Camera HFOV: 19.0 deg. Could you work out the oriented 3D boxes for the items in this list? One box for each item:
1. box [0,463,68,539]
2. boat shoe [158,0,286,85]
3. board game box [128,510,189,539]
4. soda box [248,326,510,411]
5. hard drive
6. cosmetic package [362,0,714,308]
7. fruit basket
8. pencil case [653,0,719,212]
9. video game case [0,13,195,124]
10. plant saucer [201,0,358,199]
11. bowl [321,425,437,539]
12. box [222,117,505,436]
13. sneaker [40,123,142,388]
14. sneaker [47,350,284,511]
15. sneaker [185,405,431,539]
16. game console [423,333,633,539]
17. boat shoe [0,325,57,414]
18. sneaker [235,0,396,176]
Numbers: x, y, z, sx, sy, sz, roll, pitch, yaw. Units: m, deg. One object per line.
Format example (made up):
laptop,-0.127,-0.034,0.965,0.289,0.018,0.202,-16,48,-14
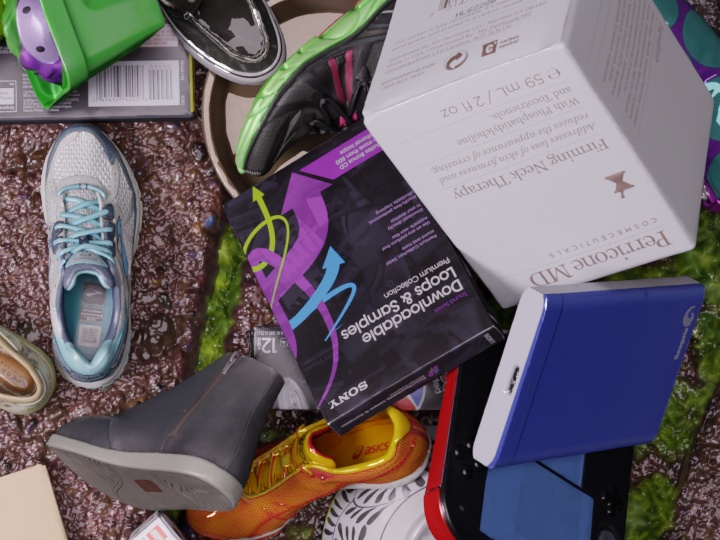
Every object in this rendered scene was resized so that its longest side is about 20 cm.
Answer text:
box,-0.287,0.265,1.624,0.162,0.021,0.201,-17,88,-6
boat shoe,-0.130,-0.223,1.622,0.071,0.064,0.200,-41,90,-5
board game box,-0.096,0.263,1.587,0.035,0.126,0.200,-40,89,-6
soda box,0.014,0.075,1.636,0.198,0.071,0.064,0,87,-5
hard drive,0.169,0.072,1.568,0.025,0.199,0.133,29,111,37
cosmetic package,0.133,-0.115,1.543,0.167,0.167,0.200,-19,126,30
fruit basket,-0.270,-0.214,1.578,0.214,0.155,0.217,1,86,-18
pencil case,0.246,-0.142,1.662,0.092,0.085,0.200,-38,89,-25
video game case,-0.228,-0.204,1.659,0.198,0.026,0.182,-1,86,-4
plant saucer,-0.024,-0.120,1.668,0.198,0.029,0.202,0,87,-5
bowl,0.071,0.217,1.620,0.199,0.094,0.202,0,85,-5
box,0.000,0.000,1.575,0.142,0.036,0.201,-31,66,8
sneaker,-0.200,-0.013,1.617,0.077,0.086,0.202,-5,87,-6
sneaker,-0.139,0.115,1.592,0.075,0.199,0.107,50,57,-37
sneaker,-0.047,0.143,1.605,0.199,0.077,0.073,-24,57,15
game console,0.129,0.148,1.585,0.200,0.031,0.178,34,57,-35
boat shoe,-0.319,0.043,1.616,0.199,0.063,0.074,25,85,-2
sneaker,-0.013,-0.136,1.618,0.200,0.077,0.084,-41,86,-5
